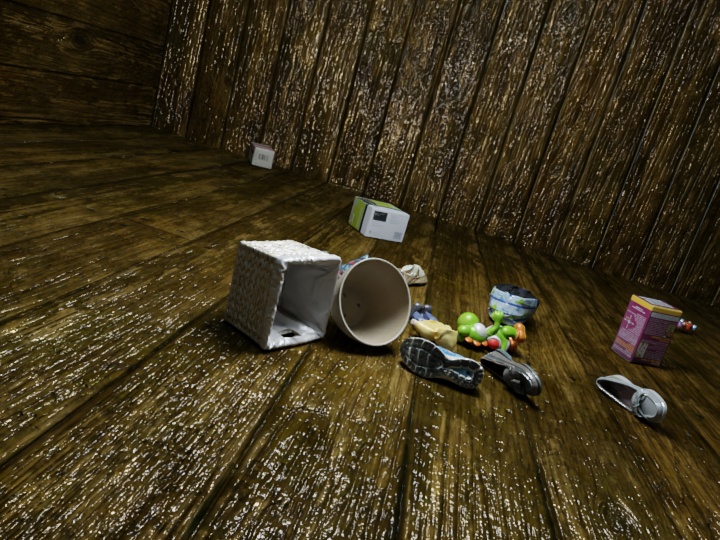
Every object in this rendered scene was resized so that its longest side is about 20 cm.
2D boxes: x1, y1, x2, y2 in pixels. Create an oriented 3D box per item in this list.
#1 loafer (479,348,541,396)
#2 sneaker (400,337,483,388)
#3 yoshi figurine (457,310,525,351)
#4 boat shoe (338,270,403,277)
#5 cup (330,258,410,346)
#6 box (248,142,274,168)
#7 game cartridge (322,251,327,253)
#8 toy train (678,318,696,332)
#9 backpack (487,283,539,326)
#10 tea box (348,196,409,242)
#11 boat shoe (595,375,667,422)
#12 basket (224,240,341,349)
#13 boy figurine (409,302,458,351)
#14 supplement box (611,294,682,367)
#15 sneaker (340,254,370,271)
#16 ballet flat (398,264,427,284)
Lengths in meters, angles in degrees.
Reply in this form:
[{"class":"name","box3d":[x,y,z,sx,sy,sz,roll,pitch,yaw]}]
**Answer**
[{"class":"loafer","box3d":[0.357,0.251,1.368,0.062,0.073,0.200,-9,16,-14]},{"class":"sneaker","box3d":[0.183,0.216,1.311,0.197,0.080,0.090,23,-3,8]},{"class":"yoshi figurine","box3d":[0.350,0.163,1.584,0.196,0.115,0.112,9,1,-18]},{"class":"boat shoe","box3d":[0.033,0.015,1.572,0.197,0.064,0.073,12,7,-24]},{"class":"cup","box3d":[0.003,0.080,1.377,0.197,0.205,0.142,8,-9,-29]},{"class":"box","box3d":[-0.617,-0.716,3.536,0.126,0.111,0.200,10,17,-22]},{"class":"game cartridge","box3d":[-0.155,-0.012,1.687,0.130,0.042,0.200,-1,19,-8]},{"class":"toy train","box3d":[1.373,0.225,2.524,0.199,0.057,0.149,32,20,34]},{"class":"backpack","box3d":[0.494,0.109,1.864,0.161,0.156,0.200,24,-5,18]},{"class":"tea box","box3d":[0.080,-0.232,2.567,0.197,0.136,0.197,8,18,-28]},{"class":"boat shoe","box3d":[0.684,0.322,1.440,0.063,0.076,0.202,5,14,-17]},{"class":"basket","box3d":[-0.172,0.042,1.254,0.159,0.204,0.197,24,17,33]},{"class":"boy figurine","box3d":[0.193,0.152,1.516,0.122,0.066,0.200,13,13,-21]},{"class":"supplement box","box3d":[0.942,0.199,1.876,0.129,0.204,0.103,11,16,-18]},{"class":"sneaker","box3d":[0.000,0.000,1.711,0.196,0.097,0.079,12,-16,20]},{"class":"ballet flat","box3d":[0.181,0.014,1.963,0.070,0.066,0.199,25,17,29]}]
